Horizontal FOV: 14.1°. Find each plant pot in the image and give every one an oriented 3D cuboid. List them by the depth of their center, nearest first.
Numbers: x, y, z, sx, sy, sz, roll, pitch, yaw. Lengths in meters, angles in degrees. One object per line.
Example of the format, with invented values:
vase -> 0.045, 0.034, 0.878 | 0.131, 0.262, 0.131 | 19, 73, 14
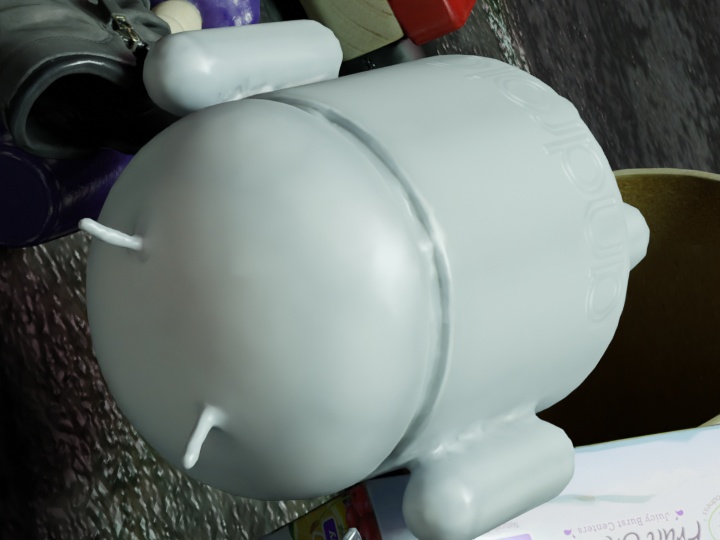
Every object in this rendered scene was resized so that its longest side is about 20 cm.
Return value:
plant pot -> 0.116, 0.092, 1.183 | 0.187, 0.185, 0.201 | -79, 154, -51

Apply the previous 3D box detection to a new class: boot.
boot -> -0.084, -0.090, 0.926 | 0.132, 0.070, 0.200 | 42, 32, 16

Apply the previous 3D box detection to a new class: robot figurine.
robot figurine -> 0.000, 0.000, 0.841 | 0.200, 0.113, 0.170 | -18, 69, -50

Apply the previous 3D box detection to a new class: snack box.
snack box -> 0.054, 0.097, 0.953 | 0.199, 0.142, 0.053 | -5, 72, -34

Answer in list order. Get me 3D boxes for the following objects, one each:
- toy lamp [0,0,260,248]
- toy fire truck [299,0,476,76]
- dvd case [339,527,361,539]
toy lamp -> -0.085, -0.061, 0.987 | 0.058, 0.058, 0.200 | 63, 25, -16
toy fire truck -> 0.066, -0.185, 1.234 | 0.129, 0.199, 0.176 | 62, 24, -17
dvd case -> -0.033, 0.190, 0.791 | 0.200, 0.016, 0.149 | -52, 142, -31
